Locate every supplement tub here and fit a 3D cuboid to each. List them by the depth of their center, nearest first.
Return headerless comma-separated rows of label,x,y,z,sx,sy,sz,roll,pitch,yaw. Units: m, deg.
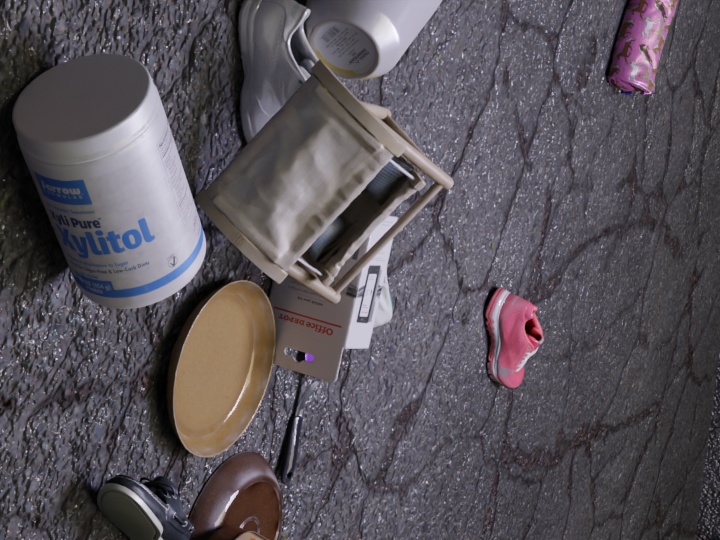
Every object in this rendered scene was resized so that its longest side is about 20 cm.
supplement tub,-0.223,-0.077,1.356,0.132,0.131,0.201,-55,146,-35

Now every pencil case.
pencil case,0.496,-0.409,2.635,0.086,0.082,0.202,29,75,-61

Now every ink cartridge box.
ink cartridge box,-0.040,0.021,1.769,0.068,0.115,0.202,6,99,-63

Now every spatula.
spatula,-0.070,0.169,1.882,0.056,0.020,0.202,14,92,-51

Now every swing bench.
swing bench,-0.037,-0.089,1.625,0.199,0.130,0.200,-46,156,10

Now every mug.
mug,0.008,-0.277,1.661,0.188,0.148,0.154,80,25,-46

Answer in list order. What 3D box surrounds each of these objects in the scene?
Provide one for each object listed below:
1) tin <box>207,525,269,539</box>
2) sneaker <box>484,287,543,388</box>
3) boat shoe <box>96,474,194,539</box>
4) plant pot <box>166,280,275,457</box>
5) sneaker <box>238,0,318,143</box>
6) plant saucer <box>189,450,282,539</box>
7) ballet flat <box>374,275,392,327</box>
tin,-0.137,0.364,1.764,0.113,0.042,0.200,-64,151,-13
sneaker,0.251,0.121,2.407,0.074,0.086,0.201,-52,144,-37
boat shoe,-0.217,0.251,1.585,0.067,0.074,0.200,-64,151,-27
plant pot,-0.159,0.107,1.678,0.200,0.027,0.202,-35,132,-53
sneaker,-0.079,-0.196,1.622,0.075,0.088,0.202,-47,141,-46
plant saucer,-0.146,0.318,1.798,0.200,0.032,0.202,-38,136,-50
ballet flat,0.000,0.000,1.903,0.070,0.069,0.201,-51,145,-40
